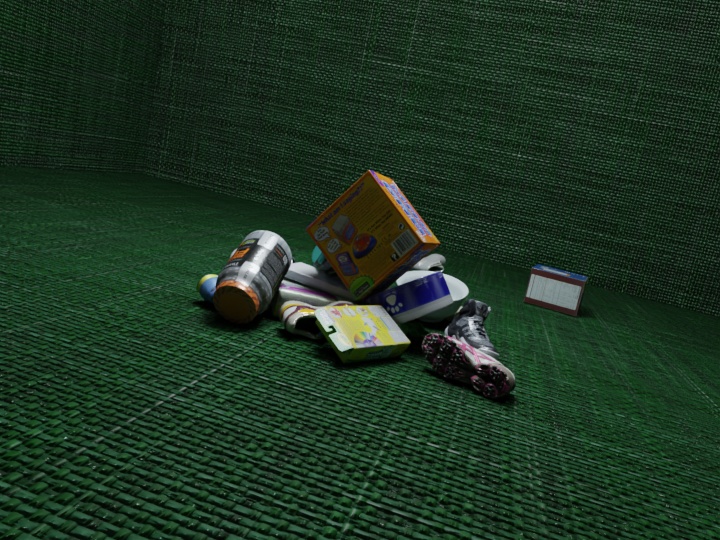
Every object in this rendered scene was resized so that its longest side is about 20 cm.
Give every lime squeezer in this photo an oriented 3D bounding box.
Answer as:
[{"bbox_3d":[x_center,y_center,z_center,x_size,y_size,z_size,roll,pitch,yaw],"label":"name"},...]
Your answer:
[{"bbox_3d":[0.116,0.150,1.389,0.197,0.038,0.071,8,42,-28],"label":"lime squeezer"}]

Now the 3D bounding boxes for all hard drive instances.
[{"bbox_3d":[-0.081,0.026,1.431,0.197,0.027,0.132,19,9,14],"label":"hard drive"}]

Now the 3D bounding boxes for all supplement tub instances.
[{"bbox_3d":[-0.230,0.013,1.271,0.120,0.124,0.201,13,36,6],"label":"supplement tub"}]

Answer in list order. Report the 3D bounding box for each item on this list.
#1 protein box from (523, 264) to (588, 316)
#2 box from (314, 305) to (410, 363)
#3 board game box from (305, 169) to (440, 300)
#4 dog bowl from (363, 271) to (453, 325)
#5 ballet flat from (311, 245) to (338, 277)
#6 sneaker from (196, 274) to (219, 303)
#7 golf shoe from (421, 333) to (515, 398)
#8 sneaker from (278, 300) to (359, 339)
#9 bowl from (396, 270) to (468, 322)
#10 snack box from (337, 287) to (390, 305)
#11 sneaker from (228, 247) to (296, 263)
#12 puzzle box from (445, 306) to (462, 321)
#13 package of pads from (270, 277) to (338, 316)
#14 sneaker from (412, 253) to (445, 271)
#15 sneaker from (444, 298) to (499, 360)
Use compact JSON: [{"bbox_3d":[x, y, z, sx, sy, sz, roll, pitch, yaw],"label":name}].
[{"bbox_3d":[0.751,0.071,2.283,0.197,0.138,0.198,16,10,22],"label":"protein box"},{"bbox_3d":[-0.002,0.126,1.195,0.198,0.049,0.118,5,37,-47],"label":"box"},{"bbox_3d":[0.034,-0.079,1.377,0.201,0.199,0.199,53,16,9],"label":"board game box"},{"bbox_3d":[0.108,0.072,1.365,0.197,0.080,0.200,-20,-4,-2],"label":"dog bowl"},{"bbox_3d":[-0.079,-0.023,1.490,0.073,0.076,0.200,10,12,-11],"label":"ballet flat"},{"bbox_3d":[-0.277,0.051,1.358,0.078,0.067,0.199,36,20,29],"label":"sneaker"},{"bbox_3d":[0.211,0.187,1.177,0.198,0.074,0.092,29,11,27],"label":"golf shoe"},{"bbox_3d":[-0.070,0.112,1.255,0.196,0.076,0.090,1,22,-24],"label":"sneaker"},{"bbox_3d":[0.189,0.079,1.618,0.197,0.092,0.202,5,22,-2],"label":"bowl"},{"bbox_3d":[0.000,0.000,1.549,0.166,0.204,0.067,19,10,27],"label":"snack box"},{"bbox_3d":[-0.243,-0.017,1.591,0.128,0.081,0.198,7,-5,37],"label":"sneaker"},{"bbox_3d":[0.200,0.102,1.752,0.197,0.026,0.132,17,11,24],"label":"puzzle box"},{"bbox_3d":[-0.139,0.066,1.405,0.151,0.070,0.200,12,9,-12],"label":"package of pads"},{"bbox_3d":[0.304,-0.014,2.414,0.198,0.075,0.115,-11,24,-42],"label":"sneaker"},{"bbox_3d":[0.269,0.132,1.375,0.074,0.116,0.200,24,4,-22],"label":"sneaker"}]
